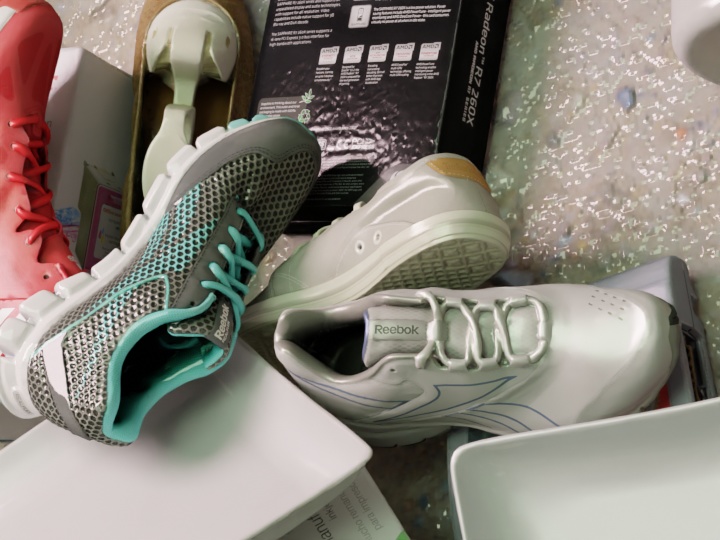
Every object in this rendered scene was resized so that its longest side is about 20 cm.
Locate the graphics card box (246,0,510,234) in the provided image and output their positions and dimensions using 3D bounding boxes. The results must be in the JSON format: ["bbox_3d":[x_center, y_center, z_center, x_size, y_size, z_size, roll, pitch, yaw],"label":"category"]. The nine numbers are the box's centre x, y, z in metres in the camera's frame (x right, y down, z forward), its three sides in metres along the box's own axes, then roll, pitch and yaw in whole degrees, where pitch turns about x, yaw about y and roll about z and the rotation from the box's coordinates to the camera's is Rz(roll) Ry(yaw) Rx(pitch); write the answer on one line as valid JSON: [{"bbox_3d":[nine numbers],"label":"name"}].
[{"bbox_3d":[0.011,-0.119,1.317,0.125,0.051,0.201,-1,71,33],"label":"graphics card box"}]

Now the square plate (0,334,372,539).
[{"bbox_3d":[-0.110,0.112,1.183,0.198,0.028,0.200,-34,29,-12],"label":"square plate"}]

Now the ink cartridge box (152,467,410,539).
[{"bbox_3d":[-0.053,0.190,1.167,0.200,0.088,0.145,-30,48,-3],"label":"ink cartridge box"}]

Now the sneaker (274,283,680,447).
[{"bbox_3d":[0.049,0.041,1.166,0.199,0.087,0.075,-10,65,30],"label":"sneaker"}]

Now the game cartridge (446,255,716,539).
[{"bbox_3d":[0.106,0.104,1.181,0.133,0.041,0.201,-23,61,30],"label":"game cartridge"}]

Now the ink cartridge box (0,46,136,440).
[{"bbox_3d":[-0.198,-0.014,1.396,0.144,0.085,0.201,-2,70,33],"label":"ink cartridge box"}]

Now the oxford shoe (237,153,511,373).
[{"bbox_3d":[0.000,0.000,1.248,0.200,0.075,0.058,-33,53,44],"label":"oxford shoe"}]

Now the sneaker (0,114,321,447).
[{"bbox_3d":[-0.080,0.011,1.230,0.200,0.078,0.091,-47,45,-13],"label":"sneaker"}]

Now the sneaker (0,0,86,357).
[{"bbox_3d":[-0.163,-0.033,1.296,0.115,0.078,0.201,20,95,25],"label":"sneaker"}]

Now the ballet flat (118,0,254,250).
[{"bbox_3d":[-0.095,-0.081,1.354,0.068,0.072,0.201,8,74,2],"label":"ballet flat"}]

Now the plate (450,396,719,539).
[{"bbox_3d":[0.151,0.155,1.091,0.199,0.032,0.200,-12,79,15],"label":"plate"}]

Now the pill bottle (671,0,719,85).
[{"bbox_3d":[0.201,-0.191,1.177,0.114,0.114,0.201,-8,68,31],"label":"pill bottle"}]
